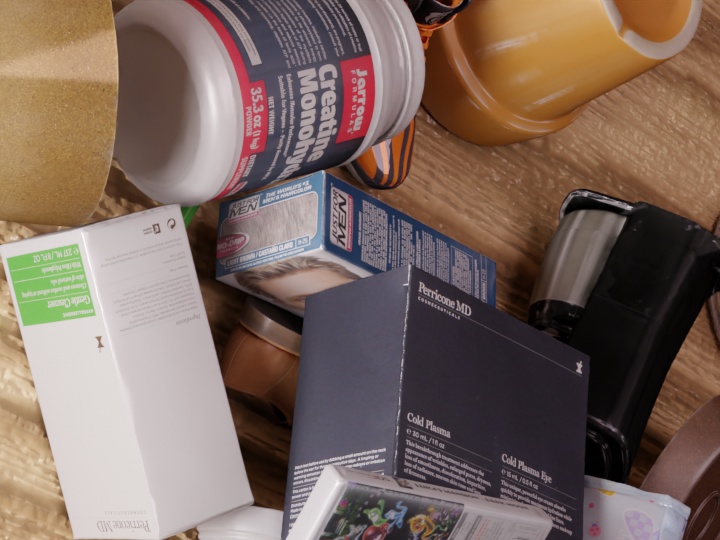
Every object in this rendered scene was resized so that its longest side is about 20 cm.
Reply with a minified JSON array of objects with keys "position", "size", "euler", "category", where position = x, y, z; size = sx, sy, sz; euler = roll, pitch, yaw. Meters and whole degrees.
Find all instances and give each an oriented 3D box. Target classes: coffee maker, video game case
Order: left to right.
[{"position":[0.007,0.221,1.220],"size":[0.181,0.023,0.201],"euler":[16,110,-38],"category":"video game case"},{"position":[0.203,0.057,1.510],"size":[0.135,0.191,0.201],"euler":[53,55,-43],"category":"coffee maker"}]

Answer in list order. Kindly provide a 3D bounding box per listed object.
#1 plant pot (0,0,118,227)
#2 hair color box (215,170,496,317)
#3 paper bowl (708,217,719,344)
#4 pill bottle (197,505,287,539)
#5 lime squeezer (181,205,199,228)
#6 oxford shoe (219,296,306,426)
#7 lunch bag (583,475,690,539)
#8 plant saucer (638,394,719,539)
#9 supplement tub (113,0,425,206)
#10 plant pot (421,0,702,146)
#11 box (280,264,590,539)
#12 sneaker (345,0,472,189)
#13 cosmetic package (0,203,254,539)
[{"position":[-0.266,-0.116,1.149],"size":[0.199,0.186,0.188],"euler":[-2,86,-27],"category":"plant pot"},{"position":[0.000,0.000,1.376],"size":[0.200,0.100,0.061],"euler":[26,58,-45],"category":"hair color box"},{"position":[0.411,0.014,1.754],"size":[0.200,0.104,0.202],"euler":[5,81,-39],"category":"paper bowl"},{"position":[-0.085,0.259,1.289],"size":[0.104,0.104,0.201],"euler":[19,73,-38],"category":"pill bottle"},{"position":[-0.132,0.024,1.333],"size":[0.071,0.037,0.201],"euler":[27,62,-69],"category":"lime squeezer"},{"position":[-0.026,0.084,1.403],"size":[0.199,0.071,0.072],"euler":[26,98,-39],"category":"oxford shoe"},{"position":[0.143,0.246,1.426],"size":[0.127,0.199,0.170],"euler":[34,63,-32],"category":"lunch bag"},{"position":[0.263,0.195,1.573],"size":[0.200,0.034,0.201],"euler":[-43,150,-33],"category":"plant saucer"},{"position":[-0.067,-0.130,1.331],"size":[0.199,0.140,0.141],"euler":[-18,96,-40],"category":"supplement tub"},{"position":[0.155,-0.209,1.505],"size":[0.199,0.183,0.202],"euler":[6,80,-40],"category":"plant pot"},{"position":[0.056,0.122,1.333],"size":[0.200,0.104,0.183],"euler":[27,59,-40],"category":"box"},{"position":[0.028,-0.163,1.436],"size":[0.077,0.112,0.201],"euler":[-5,88,-41],"category":"sneaker"},{"position":[-0.150,0.067,1.257],"size":[0.085,0.107,0.201],"euler":[-16,94,-41],"category":"cosmetic package"}]
